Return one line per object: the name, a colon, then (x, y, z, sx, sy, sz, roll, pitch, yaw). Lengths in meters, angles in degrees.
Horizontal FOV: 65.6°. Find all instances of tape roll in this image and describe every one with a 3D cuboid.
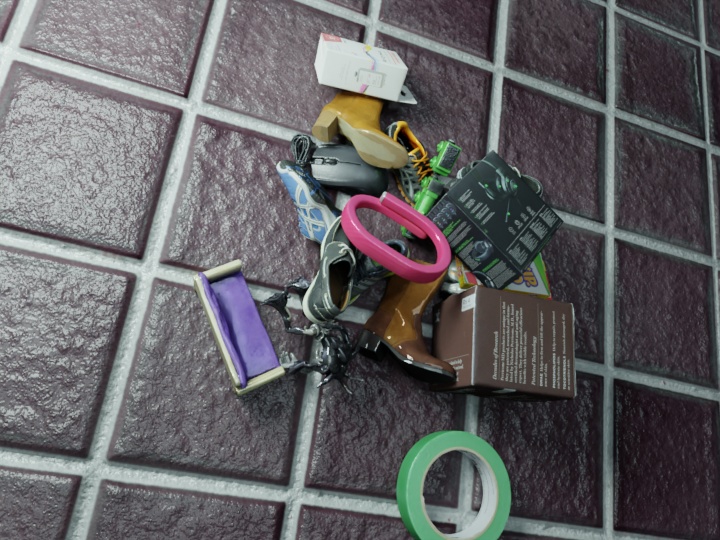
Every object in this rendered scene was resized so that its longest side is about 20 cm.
tape roll: (0.161, 0.381, 0.960, 0.197, 0.048, 0.204, 5, 74, -18)

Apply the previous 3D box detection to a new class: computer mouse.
computer mouse: (-0.033, -0.187, 1.046, 0.197, 0.053, 0.141, 6, 73, -17)

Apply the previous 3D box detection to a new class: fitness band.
fitness band: (0.061, -0.059, 0.928, 0.198, 0.038, 0.144, 31, 40, -4)

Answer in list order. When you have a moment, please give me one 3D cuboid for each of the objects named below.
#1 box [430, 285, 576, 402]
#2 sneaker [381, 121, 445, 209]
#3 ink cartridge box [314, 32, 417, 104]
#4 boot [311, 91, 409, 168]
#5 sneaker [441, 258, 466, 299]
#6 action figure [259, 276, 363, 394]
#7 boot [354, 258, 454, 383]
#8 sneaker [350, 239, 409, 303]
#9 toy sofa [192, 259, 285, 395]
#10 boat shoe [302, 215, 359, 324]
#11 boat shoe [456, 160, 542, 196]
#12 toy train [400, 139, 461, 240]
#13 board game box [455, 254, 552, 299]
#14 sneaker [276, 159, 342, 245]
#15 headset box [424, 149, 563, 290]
box: (0.248, 0.138, 0.990, 0.197, 0.166, 0.167, 10, 73, -15)
sneaker: (0.106, -0.199, 1.083, 0.078, 0.077, 0.201, -38, 92, -25)
ink cartridge box: (0.017, -0.389, 1.080, 0.197, 0.068, 0.117, 8, 34, -17)
boot: (0.020, -0.275, 1.044, 0.199, 0.071, 0.145, 22, 52, 12)
sneaker: (0.251, 0.024, 1.069, 0.197, 0.074, 0.081, 9, 78, -15)
action figure: (-0.076, 0.114, 0.923, 0.119, 0.102, 0.202, -37, 101, -36)
boot: (0.110, 0.084, 0.986, 0.186, 0.069, 0.202, 15, 63, 30)
sneaker: (0.000, 0.000, 0.977, 0.199, 0.081, 0.074, -34, 81, -7)
toy sofa: (-0.195, 0.090, 0.893, 0.082, 0.098, 0.202, -21, 82, -22)
boat shoe: (-0.029, -0.010, 0.897, 0.071, 0.067, 0.202, 33, 55, -24)
boat shoe: (0.296, -0.178, 1.142, 0.197, 0.071, 0.073, 5, 74, -18)
toy train: (0.130, -0.146, 1.038, 0.041, 0.056, 0.202, 21, 104, -12)
board game box: (0.271, 0.000, 1.042, 0.197, 0.030, 0.097, 10, 57, -19)
sneaker: (-0.085, -0.103, 0.977, 0.077, 0.076, 0.201, -35, 101, 17)
headset box: (0.232, -0.093, 0.998, 0.200, 0.093, 0.174, 45, 55, 2)
